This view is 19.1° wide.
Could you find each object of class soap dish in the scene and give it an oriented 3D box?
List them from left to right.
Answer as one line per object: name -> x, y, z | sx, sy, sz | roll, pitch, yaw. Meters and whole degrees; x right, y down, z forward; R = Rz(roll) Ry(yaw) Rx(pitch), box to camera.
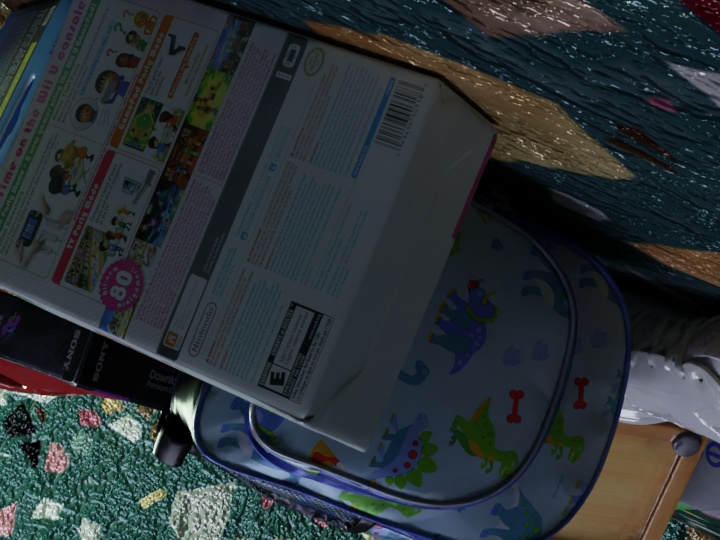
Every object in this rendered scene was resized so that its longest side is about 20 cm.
soap dish -> 0.095, 0.097, 1.207 | 0.198, 0.158, 0.082 | 10, -139, -10

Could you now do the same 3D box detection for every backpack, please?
backpack -> 0.029, 0.043, 1.030 | 0.199, 0.184, 0.147 | 22, 176, -15

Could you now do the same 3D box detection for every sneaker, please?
sneaker -> 0.174, 0.044, 1.096 | 0.199, 0.075, 0.100 | 25, 152, 29

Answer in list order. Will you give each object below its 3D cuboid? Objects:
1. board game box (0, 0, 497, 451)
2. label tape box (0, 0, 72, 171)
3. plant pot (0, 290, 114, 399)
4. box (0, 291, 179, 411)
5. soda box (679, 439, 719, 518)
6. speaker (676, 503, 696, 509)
board game box -> -0.060, -0.030, 0.917 | 0.199, 0.149, 0.064 | 22, 177, 32
label tape box -> -0.167, -0.062, 1.103 | 0.066, 0.144, 0.200 | 27, 174, -20
plant pot -> -0.188, -0.012, 1.451 | 0.200, 0.202, 0.182 | 28, 165, -34
box -> -0.131, 0.049, 1.160 | 0.142, 0.036, 0.199 | 16, 177, 37
soda box -> 0.263, 0.119, 1.204 | 0.063, 0.069, 0.199 | -9, -162, -36
speaker -> 0.136, 0.106, 1.345 | 0.198, 0.089, 0.088 | 0, 173, 2
